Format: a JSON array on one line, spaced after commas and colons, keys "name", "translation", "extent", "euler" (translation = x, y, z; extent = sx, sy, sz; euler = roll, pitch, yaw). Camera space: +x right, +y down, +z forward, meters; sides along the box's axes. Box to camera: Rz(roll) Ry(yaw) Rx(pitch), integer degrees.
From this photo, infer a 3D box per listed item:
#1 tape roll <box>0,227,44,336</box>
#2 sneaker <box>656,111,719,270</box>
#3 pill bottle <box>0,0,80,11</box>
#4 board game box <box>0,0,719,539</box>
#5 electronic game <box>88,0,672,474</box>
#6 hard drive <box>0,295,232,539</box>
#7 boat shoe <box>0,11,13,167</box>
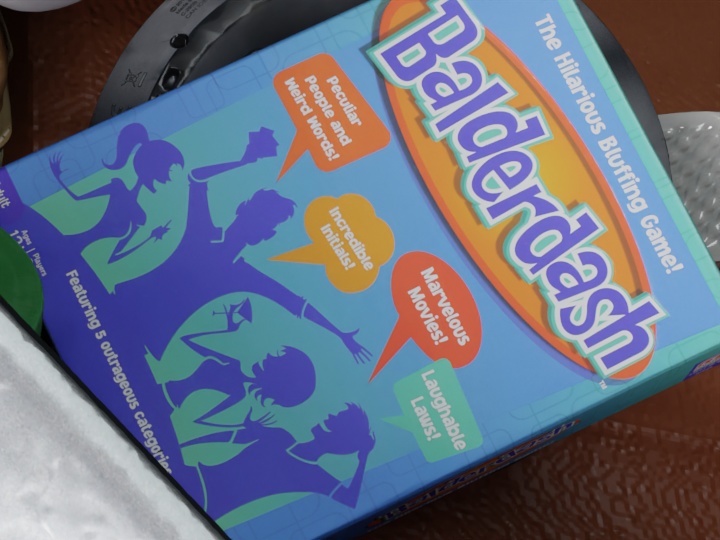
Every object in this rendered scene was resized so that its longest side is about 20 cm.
[{"name": "tape roll", "translation": [-0.191, 0.018, 0.795], "extent": [0.200, 0.048, 0.200], "euler": [9, 23, -4]}, {"name": "sneaker", "translation": [0.050, -0.023, 1.009], "extent": [0.200, 0.079, 0.078], "euler": [5, 82, 3]}, {"name": "pill bottle", "translation": [-0.143, -0.181, 0.904], "extent": [0.200, 0.109, 0.109], "euler": [42, 46, 18]}, {"name": "board game box", "translation": [0.000, 0.000, 0.901], "extent": [0.200, 0.045, 0.152], "euler": [-26, 78, -9]}, {"name": "electronic game", "translation": [0.005, -0.023, 0.952], "extent": [0.200, 0.042, 0.200], "euler": [0, 76, -2]}, {"name": "hard drive", "translation": [-0.099, 0.094, 0.678], "extent": [0.140, 0.033, 0.200], "euler": [-44, 88, -1]}, {"name": "boat shoe", "translation": [-0.169, -0.114, 0.958], "extent": [0.076, 0.074, 0.200], "euler": [-17, 65, -37]}]
